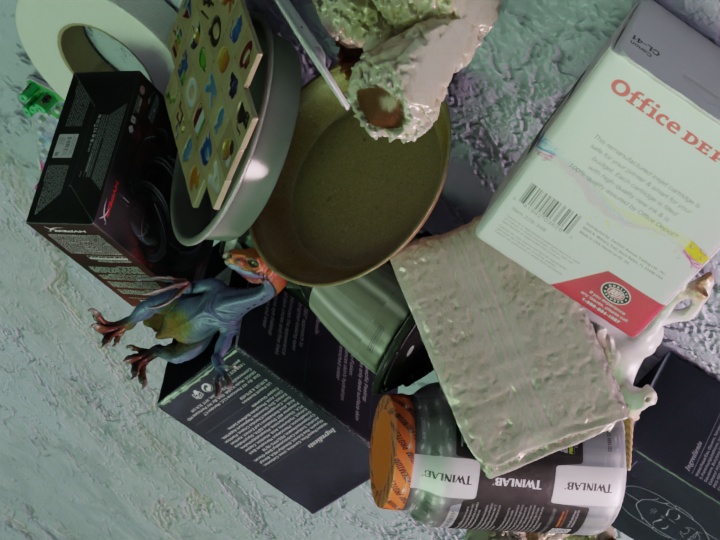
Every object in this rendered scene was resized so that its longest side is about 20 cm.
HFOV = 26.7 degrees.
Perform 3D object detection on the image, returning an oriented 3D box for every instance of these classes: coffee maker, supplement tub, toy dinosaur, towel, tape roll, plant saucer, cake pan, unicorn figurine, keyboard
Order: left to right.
[{"bbox_3d":[-0.223,-0.195,1.387,0.202,0.037,0.203,24,149,15],"label":"tape roll"},{"bbox_3d":[-0.139,0.023,1.295,0.181,0.200,0.105,-27,111,14],"label":"toy dinosaur"},{"bbox_3d":[-0.103,-0.113,1.255,0.037,0.201,0.200,16,157,-24],"label":"cake pan"},{"bbox_3d":[-0.048,-0.182,1.145,0.056,0.011,0.200,63,179,-34],"label":"keyboard"},{"bbox_3d":[-0.004,-0.076,1.212,0.200,0.201,0.035,6,164,39],"label":"plant saucer"},{"bbox_3d":[0.000,0.000,1.334,0.200,0.135,0.192,39,-174,20],"label":"coffee maker"},{"bbox_3d":[0.114,0.158,1.281,0.199,0.123,0.123,4,152,-13],"label":"supplement tub"},{"bbox_3d":[0.118,0.053,1.193,0.034,0.132,0.201,-63,-49,-85],"label":"towel"},{"bbox_3d":[0.214,0.035,1.225,0.137,0.074,0.200,-41,86,33],"label":"unicorn figurine"}]

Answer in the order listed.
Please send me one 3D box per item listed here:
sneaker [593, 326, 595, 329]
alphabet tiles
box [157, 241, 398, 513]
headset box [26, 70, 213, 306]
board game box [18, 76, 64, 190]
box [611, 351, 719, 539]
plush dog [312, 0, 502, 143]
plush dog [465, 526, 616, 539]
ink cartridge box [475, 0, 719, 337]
[{"bbox_3d":[0.150,0.076,1.344,0.115,0.076,0.200,10,142,-13],"label":"sneaker"},{"bbox_3d":[-0.120,-0.154,1.208,0.006,0.200,0.167,4,137,-26],"label":"alphabet tiles"},{"bbox_3d":[-0.069,0.086,1.430,0.200,0.197,0.117,38,123,-24],"label":"box"},{"bbox_3d":[-0.196,-0.064,1.357,0.077,0.149,0.200,2,155,27],"label":"headset box"},{"bbox_3d":[-0.264,-0.092,1.587,0.199,0.026,0.200,28,150,11],"label":"board game box"},{"bbox_3d":[0.311,0.191,1.351,0.200,0.107,0.149,32,150,3],"label":"box"},{"bbox_3d":[0.023,-0.207,1.068,0.172,0.160,0.201,18,127,56],"label":"plush dog"},{"bbox_3d":[0.183,0.241,1.538,0.172,0.161,0.200,35,-177,-28],"label":"plush dog"},{"bbox_3d":[0.195,-0.068,1.071,0.147,0.086,0.200,35,133,-1],"label":"ink cartridge box"}]
